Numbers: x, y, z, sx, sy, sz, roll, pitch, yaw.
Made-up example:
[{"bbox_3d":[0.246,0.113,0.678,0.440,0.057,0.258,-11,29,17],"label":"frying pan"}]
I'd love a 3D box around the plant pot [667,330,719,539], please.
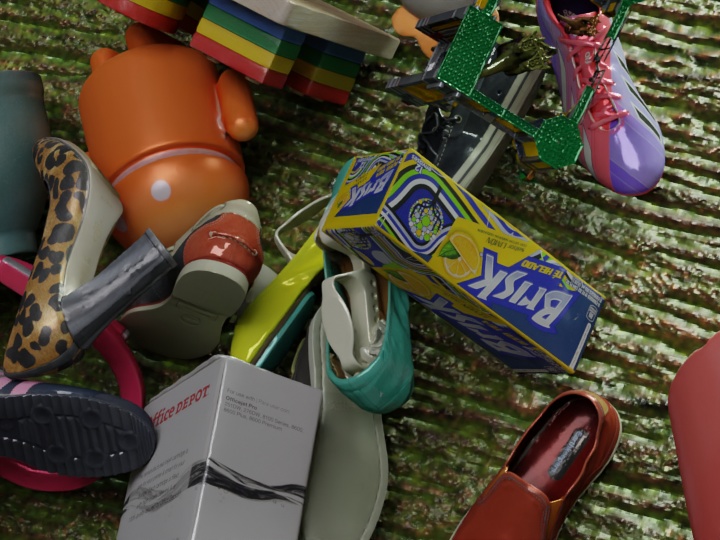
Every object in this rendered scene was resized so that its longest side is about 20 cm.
[{"bbox_3d":[0.292,0.131,1.424,0.199,0.201,0.178,-23,52,4],"label":"plant pot"}]

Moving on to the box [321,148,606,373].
[{"bbox_3d":[0.074,-0.003,1.540,0.070,0.200,0.065,-3,57,56],"label":"box"}]

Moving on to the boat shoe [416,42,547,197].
[{"bbox_3d":[0.070,-0.091,1.653,0.062,0.075,0.201,29,68,7],"label":"boat shoe"}]

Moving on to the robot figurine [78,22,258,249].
[{"bbox_3d":[-0.149,-0.092,1.696,0.143,0.117,0.201,-12,61,-8],"label":"robot figurine"}]

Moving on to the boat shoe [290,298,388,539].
[{"bbox_3d":[-0.020,0.124,1.586,0.071,0.061,0.202,11,66,-13],"label":"boat shoe"}]

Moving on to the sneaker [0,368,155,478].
[{"bbox_3d":[-0.238,0.096,1.574,0.199,0.071,0.082,6,26,5],"label":"sneaker"}]

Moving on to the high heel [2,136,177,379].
[{"bbox_3d":[-0.230,-0.013,1.591,0.142,0.071,0.200,-41,45,-4],"label":"high heel"}]

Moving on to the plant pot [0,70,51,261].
[{"bbox_3d":[-0.321,-0.058,1.705,0.199,0.200,0.135,-18,88,7],"label":"plant pot"}]

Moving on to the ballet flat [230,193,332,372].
[{"bbox_3d":[-0.048,0.004,1.641,0.067,0.067,0.200,37,69,12],"label":"ballet flat"}]

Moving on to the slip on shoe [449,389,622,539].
[{"bbox_3d":[0.110,0.164,1.525,0.074,0.061,0.200,31,77,25],"label":"slip on shoe"}]

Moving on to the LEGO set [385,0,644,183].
[{"bbox_3d":[0.110,-0.168,1.599,0.153,0.116,0.201,20,83,-19],"label":"LEGO set"}]

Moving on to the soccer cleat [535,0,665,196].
[{"bbox_3d":[0.173,-0.147,1.652,0.066,0.077,0.201,-18,60,7],"label":"soccer cleat"}]

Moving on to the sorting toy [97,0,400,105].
[{"bbox_3d":[-0.101,-0.198,1.699,0.198,0.200,0.070,29,99,23],"label":"sorting toy"}]

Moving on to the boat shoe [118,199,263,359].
[{"bbox_3d":[-0.121,0.010,1.610,0.071,0.200,0.063,21,64,-14],"label":"boat shoe"}]

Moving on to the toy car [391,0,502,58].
[{"bbox_3d":[0.052,-0.257,1.693,0.176,0.184,0.201,2,76,17],"label":"toy car"}]

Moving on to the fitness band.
[{"bbox_3d":[-0.251,0.074,1.634,0.199,0.037,0.144,34,101,-1],"label":"fitness band"}]

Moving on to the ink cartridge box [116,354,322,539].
[{"bbox_3d":[-0.106,0.177,1.528,0.084,0.144,0.201,20,64,-23],"label":"ink cartridge box"}]

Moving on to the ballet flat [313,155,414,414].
[{"bbox_3d":[0.000,0.000,1.565,0.067,0.070,0.201,-18,64,28],"label":"ballet flat"}]
